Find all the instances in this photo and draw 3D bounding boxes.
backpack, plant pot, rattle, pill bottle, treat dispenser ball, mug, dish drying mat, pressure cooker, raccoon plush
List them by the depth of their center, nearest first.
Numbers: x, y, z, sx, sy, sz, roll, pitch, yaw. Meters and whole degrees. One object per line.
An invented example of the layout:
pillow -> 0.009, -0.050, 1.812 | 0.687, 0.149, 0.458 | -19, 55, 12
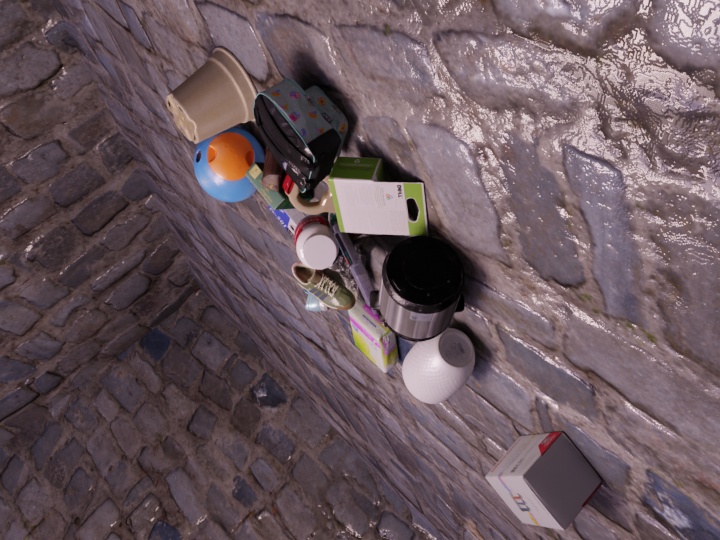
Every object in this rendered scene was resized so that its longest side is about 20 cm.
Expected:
pressure cooker -> 0.119, 0.048, 1.300 | 0.175, 0.178, 0.202 | 40, 156, 20
backpack -> -0.128, -0.296, 1.301 | 0.200, 0.153, 0.176 | 43, 158, 6
mug -> 0.185, 0.190, 1.466 | 0.176, 0.144, 0.204 | 119, 141, -59
dish drying mat -> -0.176, -0.245, 1.469 | 0.018, 0.078, 0.201 | 19, -162, -24
rattle -> -0.097, -0.197, 1.530 | 0.198, 0.131, 0.143 | 29, -166, -36
plant pot -> -0.383, -0.428, 1.586 | 0.200, 0.182, 0.202 | 43, 158, 22
pill bottle -> -0.113, -0.070, 1.600 | 0.114, 0.111, 0.200 | 58, -179, -18
raccoon plush -> 0.000, 0.000, 1.604 | 0.135, 0.097, 0.199 | 49, 160, -16
treat dispenser ball -> -0.359, -0.293, 1.725 | 0.200, 0.200, 0.203 | 42, 157, 22

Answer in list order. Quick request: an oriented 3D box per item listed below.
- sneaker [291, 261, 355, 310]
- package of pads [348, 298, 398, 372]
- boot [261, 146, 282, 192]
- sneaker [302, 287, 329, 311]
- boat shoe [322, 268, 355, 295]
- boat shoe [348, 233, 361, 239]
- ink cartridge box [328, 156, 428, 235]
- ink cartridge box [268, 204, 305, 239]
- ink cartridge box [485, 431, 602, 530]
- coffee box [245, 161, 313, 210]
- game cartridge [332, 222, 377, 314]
sneaker -> -0.107, 0.038, 1.672 | 0.197, 0.068, 0.090 | 28, 165, 25
package of pads -> 0.042, 0.196, 1.851 | 0.154, 0.068, 0.202 | 40, 157, 32
boot -> -0.212, -0.272, 1.480 | 0.186, 0.063, 0.206 | 148, 127, -68
sneaker -> -0.127, 0.025, 1.774 | 0.075, 0.080, 0.204 | 72, -165, -50
boat shoe -> -0.052, 0.019, 1.765 | 0.073, 0.067, 0.200 | -2, 148, 24
boat shoe -> -0.020, -0.151, 1.420 | 0.072, 0.072, 0.202 | 38, 155, 31
ink cartridge box -> 0.045, -0.151, 1.295 | 0.195, 0.077, 0.150 | 5, 138, 16
ink cartridge box -> -0.190, -0.139, 1.834 | 0.201, 0.044, 0.094 | 51, 157, 6
ink cartridge box -> 0.408, 0.472, 1.412 | 0.145, 0.145, 0.200 | 49, 160, 4
coffee box -> -0.203, -0.215, 1.588 | 0.124, 0.044, 0.200 | 51, -163, 4
game cartridge -> -0.010, -0.009, 1.424 | 0.131, 0.038, 0.201 | 60, -178, -41
